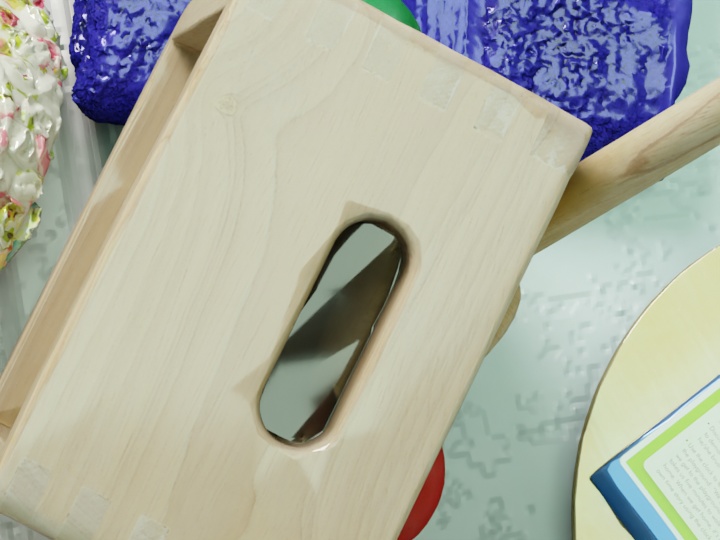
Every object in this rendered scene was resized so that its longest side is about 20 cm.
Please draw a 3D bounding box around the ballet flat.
[{"bbox_3d":[-0.141,-0.010,0.821,0.075,0.064,0.201,19,69,8],"label":"ballet flat"}]

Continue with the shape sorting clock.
[{"bbox_3d":[0.164,0.078,0.886,0.199,0.039,0.201,0,86,-2],"label":"shape sorting clock"}]

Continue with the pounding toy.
[{"bbox_3d":[0.000,0.000,0.774,0.142,0.184,0.201,27,86,-9],"label":"pounding toy"}]

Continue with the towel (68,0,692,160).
[{"bbox_3d":[0.011,-0.110,0.892,0.199,0.050,0.149,5,76,-10],"label":"towel"}]
